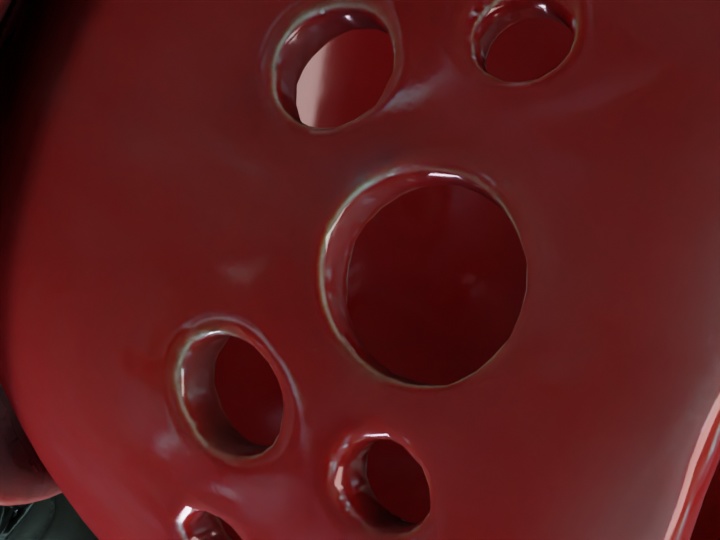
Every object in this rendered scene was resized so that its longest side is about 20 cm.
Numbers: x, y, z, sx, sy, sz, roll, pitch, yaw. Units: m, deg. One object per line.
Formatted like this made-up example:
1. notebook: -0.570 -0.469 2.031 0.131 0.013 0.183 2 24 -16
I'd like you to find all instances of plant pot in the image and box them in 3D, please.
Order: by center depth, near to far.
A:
1. plant pot: 0.018 -0.013 0.532 0.200 0.182 0.200 -49 155 -33

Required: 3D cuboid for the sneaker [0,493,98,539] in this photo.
1. sneaker: -0.114 0.042 0.605 0.076 0.091 0.200 -53 130 -4
